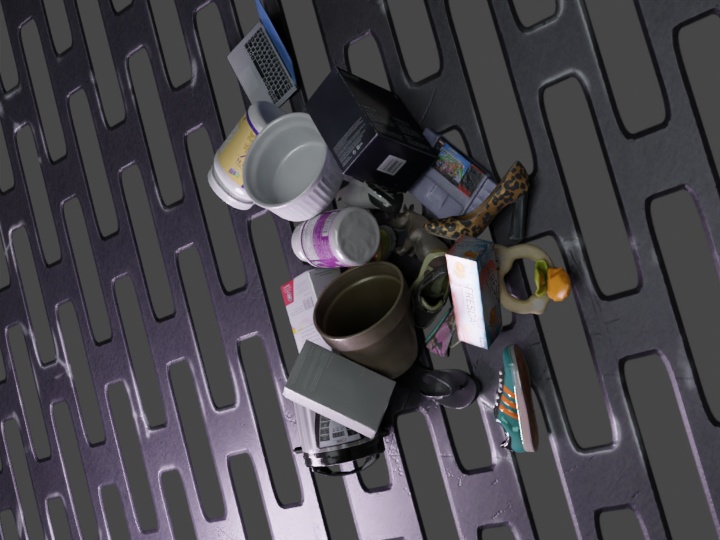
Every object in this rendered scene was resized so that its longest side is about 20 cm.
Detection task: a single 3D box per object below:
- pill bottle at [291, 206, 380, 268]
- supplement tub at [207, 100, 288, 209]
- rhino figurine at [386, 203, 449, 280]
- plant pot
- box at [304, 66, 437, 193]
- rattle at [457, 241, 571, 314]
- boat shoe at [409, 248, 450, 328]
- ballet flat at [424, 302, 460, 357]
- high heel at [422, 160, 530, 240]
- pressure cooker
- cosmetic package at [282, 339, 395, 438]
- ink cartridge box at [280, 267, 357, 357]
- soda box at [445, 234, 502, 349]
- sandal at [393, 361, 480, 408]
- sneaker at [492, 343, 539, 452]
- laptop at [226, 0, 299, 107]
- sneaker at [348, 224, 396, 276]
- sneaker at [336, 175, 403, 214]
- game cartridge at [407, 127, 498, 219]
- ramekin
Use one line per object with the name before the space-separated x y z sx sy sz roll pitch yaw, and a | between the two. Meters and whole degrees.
pill bottle | -0.056 -0.062 1.602 0.198 0.110 0.116 -3 93 57
supplement tub | -0.229 -0.247 1.752 0.200 0.144 0.146 -47 71 26
rhino figurine | 0.115 -0.059 1.603 0.087 0.059 0.202 -44 70 31
plant pot | 0.030 0.114 1.576 0.196 0.202 0.175 -8 130 32
box | 0.021 -0.264 1.542 0.104 0.198 0.184 -44 58 27
rattle | 0.262 0.006 1.442 0.197 0.143 0.132 28 110 0
boat shoe | 0.133 0.049 1.553 0.070 0.067 0.204 10 134 -7
ballet flat | 0.197 0.081 1.564 0.070 0.069 0.203 30 107 7
high heel | 0.213 -0.131 1.487 0.194 0.072 0.146 -1 109 -3
pressure cooker | -0.043 0.321 1.671 0.174 0.176 0.206 -11 88 47
cosmetic package | -0.040 0.228 1.548 0.197 0.090 0.108 27 69 2
ink cartridge box | -0.082 0.105 1.698 0.147 0.084 0.205 -24 83 57
soda box | 0.207 0.040 1.453 0.067 0.064 0.204 16 135 35
sandal | 0.145 0.229 1.619 0.196 0.043 0.078 10 99 31
sneaker | 0.280 0.243 1.519 0.078 0.071 0.206 -9 91 27
laptop | -0.222 -0.459 1.746 0.199 0.115 0.190 -36 75 29
sneaker | 0.000 0.000 1.662 0.077 0.090 0.204 29 110 24
sneaker | 0.018 -0.150 1.641 0.199 0.072 0.082 36 122 47
game cartridge | 0.170 -0.171 1.576 0.200 0.038 0.131 42 118 22
ramekin | -0.127 -0.197 1.594 0.196 0.097 0.206 -13 63 26
